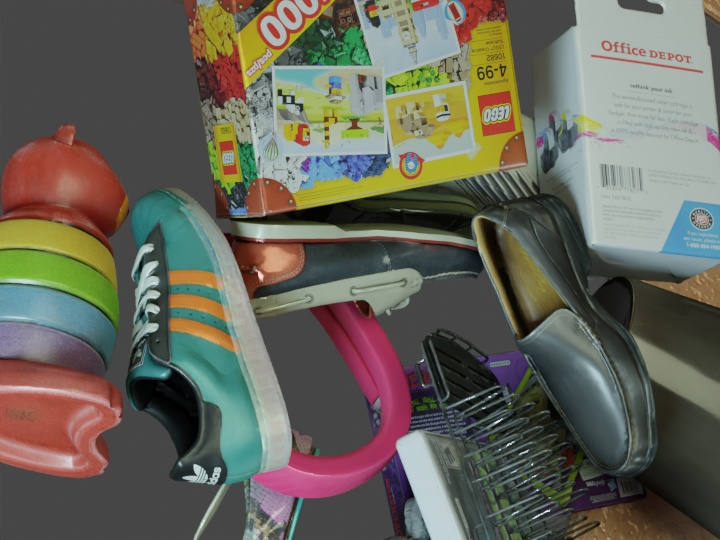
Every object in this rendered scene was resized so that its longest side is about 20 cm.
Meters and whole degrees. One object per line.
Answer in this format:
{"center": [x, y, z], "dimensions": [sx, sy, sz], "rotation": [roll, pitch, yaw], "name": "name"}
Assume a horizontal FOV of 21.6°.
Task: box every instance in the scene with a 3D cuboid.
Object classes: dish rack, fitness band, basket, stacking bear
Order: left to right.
{"center": [-0.195, 0.008, 1.176], "dimensions": [0.112, 0.122, 0.202], "rotation": [10, 60, -10], "name": "stacking bear"}
{"center": [-0.052, 0.058, 1.236], "dimensions": [0.143, 0.038, 0.201], "rotation": [-18, 63, -35], "name": "fitness band"}
{"center": [0.104, 0.128, 1.191], "dimensions": [0.153, 0.054, 0.202], "rotation": [34, 33, -61], "name": "dish rack"}
{"center": [0.242, 0.098, 1.322], "dimensions": [0.199, 0.136, 0.182], "rotation": [26, 62, -14], "name": "basket"}

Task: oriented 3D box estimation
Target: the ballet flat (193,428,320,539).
{"center": [-0.075, 0.192, 1.203], "dimensions": [0.070, 0.069, 0.202], "rotation": [12, 63, -3], "name": "ballet flat"}

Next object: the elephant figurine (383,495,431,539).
{"center": [0.011, 0.274, 1.172], "dimensions": [0.154, 0.201, 0.142], "rotation": [-20, 41, -14], "name": "elephant figurine"}

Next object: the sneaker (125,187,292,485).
{"center": [-0.111, 0.037, 1.153], "dimensions": [0.079, 0.072, 0.201], "rotation": [-11, 62, -28], "name": "sneaker"}

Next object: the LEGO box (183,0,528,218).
{"center": [-0.003, -0.123, 1.216], "dimensions": [0.198, 0.077, 0.151], "rotation": [-12, 96, -29], "name": "LEGO box"}

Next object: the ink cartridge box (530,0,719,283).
{"center": [0.187, -0.099, 1.328], "dimensions": [0.114, 0.068, 0.202], "rotation": [6, 72, -24], "name": "ink cartridge box"}

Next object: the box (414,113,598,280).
{"center": [0.110, -0.065, 1.364], "dimensions": [0.198, 0.082, 0.069], "rotation": [21, 66, -17], "name": "box"}

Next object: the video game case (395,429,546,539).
{"center": [0.096, 0.201, 1.191], "dimensions": [0.182, 0.023, 0.202], "rotation": [22, 44, -66], "name": "video game case"}

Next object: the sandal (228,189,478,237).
{"center": [-0.010, -0.049, 1.310], "dimensions": [0.199, 0.080, 0.058], "rotation": [10, 51, -30], "name": "sandal"}

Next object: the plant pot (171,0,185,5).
{"center": [-0.048, -0.242, 1.303], "dimensions": [0.199, 0.186, 0.189], "rotation": [24, 63, -33], "name": "plant pot"}

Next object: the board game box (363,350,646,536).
{"center": [0.103, 0.118, 1.331], "dimensions": [0.198, 0.032, 0.121], "rotation": [-5, 80, -29], "name": "board game box"}

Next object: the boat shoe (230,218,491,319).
{"center": [0.000, 0.000, 1.240], "dimensions": [0.198, 0.071, 0.063], "rotation": [0, 94, -35], "name": "boat shoe"}

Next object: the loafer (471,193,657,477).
{"center": [0.127, 0.044, 1.230], "dimensions": [0.072, 0.073, 0.201], "rotation": [-3, 60, -46], "name": "loafer"}
